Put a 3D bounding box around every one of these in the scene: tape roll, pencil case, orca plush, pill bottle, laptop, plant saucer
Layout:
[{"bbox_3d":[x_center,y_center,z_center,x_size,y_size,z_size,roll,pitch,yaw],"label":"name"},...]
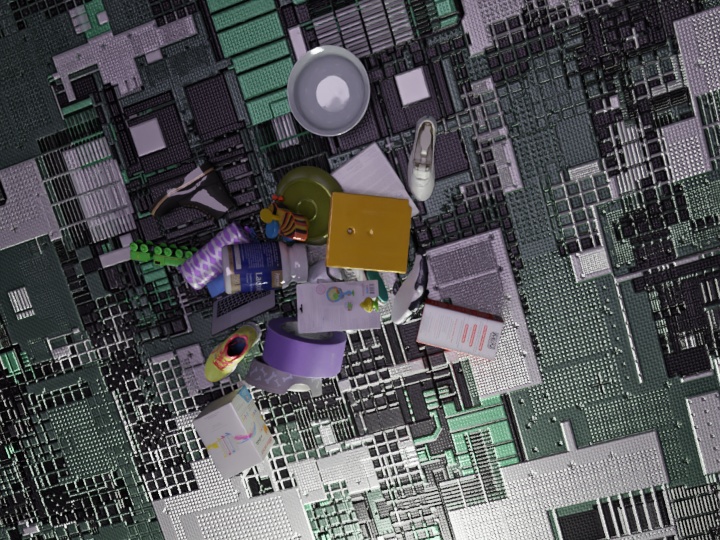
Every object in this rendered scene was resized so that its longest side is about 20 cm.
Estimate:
[{"bbox_3d":[-0.137,0.186,1.601,0.197,0.200,0.086,12,100,5],"label":"tape roll"},{"bbox_3d":[-0.357,-0.036,1.629,0.199,0.085,0.084,-37,89,5],"label":"pencil case"},{"bbox_3d":[0.138,0.041,1.625,0.105,0.070,0.204,13,94,50],"label":"orca plush"},{"bbox_3d":[-0.229,-0.010,1.563,0.196,0.116,0.118,-6,99,-12],"label":"pill bottle"},{"bbox_3d":[-0.321,0.027,1.646,0.185,0.202,0.116,-25,129,11],"label":"laptop"},{"bbox_3d":[-0.127,-0.153,1.602,0.197,0.031,0.203,7,112,18],"label":"plant saucer"}]

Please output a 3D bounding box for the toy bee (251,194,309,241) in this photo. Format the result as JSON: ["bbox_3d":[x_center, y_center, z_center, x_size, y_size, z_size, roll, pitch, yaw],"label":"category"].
[{"bbox_3d":[-0.196,-0.127,1.562,0.197,0.130,0.111,5,89,31],"label":"toy bee"}]

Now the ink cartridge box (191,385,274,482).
[{"bbox_3d":[-0.321,0.432,1.704,0.124,0.129,0.202,-27,96,11],"label":"ink cartridge box"}]

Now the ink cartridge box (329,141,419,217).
[{"bbox_3d":[0.027,-0.187,1.603,0.160,0.050,0.201,-33,103,11],"label":"ink cartridge box"}]

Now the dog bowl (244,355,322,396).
[{"bbox_3d":[-0.187,0.260,1.625,0.197,0.200,0.060,11,90,6],"label":"dog bowl"}]

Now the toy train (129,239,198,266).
[{"bbox_3d":[-0.507,-0.039,1.689,0.197,0.042,0.057,9,110,12],"label":"toy train"}]

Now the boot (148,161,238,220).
[{"bbox_3d":[-0.421,-0.160,1.649,0.199,0.078,0.139,-35,98,13],"label":"boot"}]

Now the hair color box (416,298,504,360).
[{"bbox_3d":[0.245,0.145,1.615,0.197,0.061,0.103,14,101,6],"label":"hair color box"}]

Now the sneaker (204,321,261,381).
[{"bbox_3d":[-0.343,0.216,1.690,0.078,0.090,0.200,41,103,-2],"label":"sneaker"}]

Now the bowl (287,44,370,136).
[{"bbox_3d":[-0.069,-0.421,1.548,0.197,0.090,0.205,1,99,8],"label":"bowl"}]

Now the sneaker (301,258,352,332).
[{"bbox_3d":[-0.084,0.067,1.641,0.113,0.075,0.203,-16,92,10],"label":"sneaker"}]

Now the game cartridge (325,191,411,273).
[{"bbox_3d":[0.020,-0.089,1.558,0.196,0.032,0.180,5,92,-11],"label":"game cartridge"}]

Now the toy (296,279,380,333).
[{"bbox_3d":[-0.052,0.088,1.574,0.196,0.047,0.117,-4,82,4],"label":"toy"}]

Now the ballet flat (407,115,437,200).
[{"bbox_3d":[0.148,-0.267,1.558,0.068,0.069,0.204,6,100,6],"label":"ballet flat"}]

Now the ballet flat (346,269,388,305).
[{"bbox_3d":[0.000,0.000,1.618,0.069,0.069,0.202,-27,99,11],"label":"ballet flat"}]
